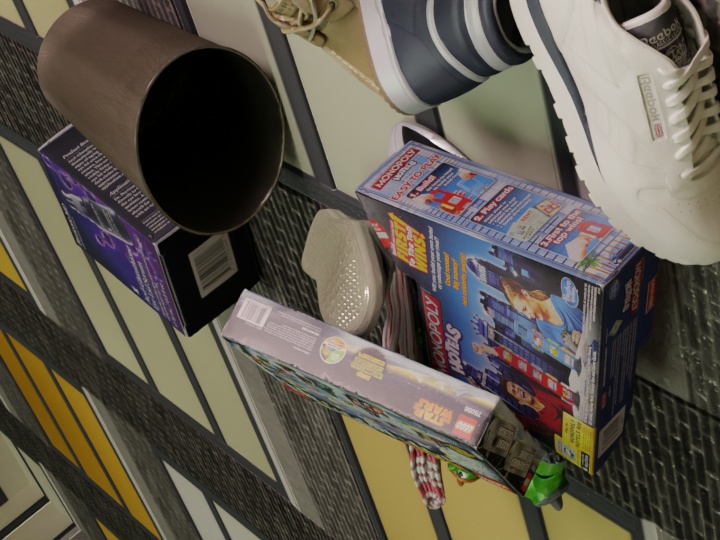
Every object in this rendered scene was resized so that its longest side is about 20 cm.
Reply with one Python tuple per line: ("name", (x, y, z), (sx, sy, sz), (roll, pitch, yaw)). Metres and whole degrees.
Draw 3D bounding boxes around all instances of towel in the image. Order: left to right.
("towel", (0.038, 0.082, 1.161), (0.200, 0.030, 0.147), (76, -173, -48))

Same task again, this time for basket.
("basket", (-0.179, -0.147, 1.210), (0.200, 0.136, 0.181), (36, 158, 40))

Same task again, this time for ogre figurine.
("ogre figurine", (0.109, 0.105, 1.088), (0.199, 0.098, 0.120), (20, 133, 40))

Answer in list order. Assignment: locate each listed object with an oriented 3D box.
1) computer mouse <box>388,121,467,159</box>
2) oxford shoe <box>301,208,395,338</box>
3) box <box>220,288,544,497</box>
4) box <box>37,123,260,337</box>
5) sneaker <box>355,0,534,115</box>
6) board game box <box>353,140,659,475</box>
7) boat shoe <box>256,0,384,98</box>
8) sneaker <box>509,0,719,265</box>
("computer mouse", (0.081, -0.032, 1.000), (0.200, 0.044, 0.110), (37, 154, 30))
("oxford shoe", (0.000, 0.000, 1.034), (0.058, 0.075, 0.200), (19, -169, -13))
("box", (0.017, 0.085, 0.971), (0.199, 0.040, 0.137), (22, 168, 27))
("box", (-0.211, -0.056, 1.432), (0.200, 0.104, 0.148), (35, 153, 33))
("sneaker", (0.041, -0.197, 0.804), (0.108, 0.070, 0.201), (-13, 95, 42))
("board game box", (0.092, 0.010, 0.932), (0.200, 0.062, 0.200), (33, 150, 29))
("boat shoe", (-0.033, -0.171, 0.877), (0.200, 0.065, 0.072), (46, 139, -1))
("sneaker", (0.154, -0.089, 0.751), (0.080, 0.076, 0.200), (-11, 117, 54))
